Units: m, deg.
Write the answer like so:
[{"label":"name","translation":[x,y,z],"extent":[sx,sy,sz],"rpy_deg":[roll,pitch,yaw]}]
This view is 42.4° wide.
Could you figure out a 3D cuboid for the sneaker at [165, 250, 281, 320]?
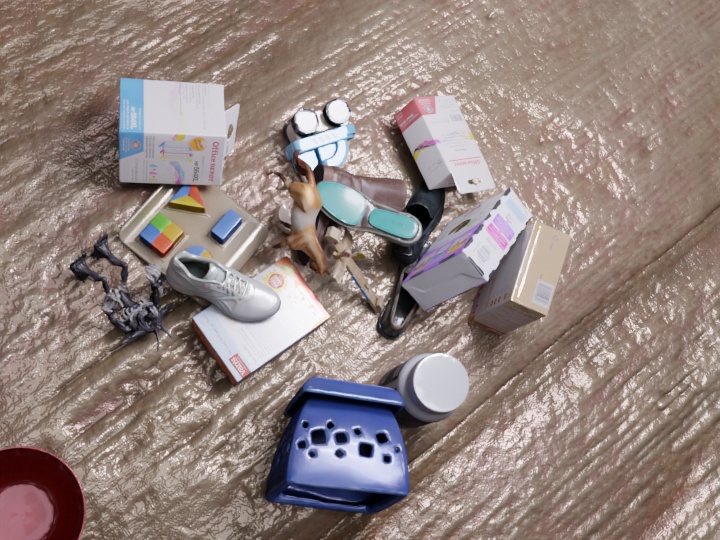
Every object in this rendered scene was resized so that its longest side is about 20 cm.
[{"label":"sneaker","translation":[-0.225,0.026,1.527],"extent":[0.199,0.080,0.071],"rpy_deg":[20,66,-5]}]

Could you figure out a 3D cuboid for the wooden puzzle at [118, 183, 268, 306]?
[{"label":"wooden puzzle","translation":[-0.286,-0.067,1.608],"extent":[0.200,0.046,0.185],"rpy_deg":[39,70,-2]}]

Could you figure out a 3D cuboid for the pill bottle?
[{"label":"pill bottle","translation":[0.104,0.201,1.558],"extent":[0.113,0.200,0.114],"rpy_deg":[4,75,-14]}]

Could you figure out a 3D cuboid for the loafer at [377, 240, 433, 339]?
[{"label":"loafer","translation":[0.095,0.030,1.672],"extent":[0.072,0.063,0.201],"rpy_deg":[26,71,-6]}]

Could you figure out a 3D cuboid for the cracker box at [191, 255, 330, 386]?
[{"label":"cracker box","translation":[-0.171,0.086,1.592],"extent":[0.200,0.058,0.134],"rpy_deg":[-34,84,-20]}]

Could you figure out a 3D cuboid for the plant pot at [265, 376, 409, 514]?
[{"label":"plant pot","translation":[-0.036,0.283,1.508],"extent":[0.199,0.200,0.181],"rpy_deg":[10,67,-12]}]

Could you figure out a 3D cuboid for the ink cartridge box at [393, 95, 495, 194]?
[{"label":"ink cartridge box","translation":[0.158,-0.221,1.724],"extent":[0.116,0.067,0.201],"rpy_deg":[-12,73,-43]}]

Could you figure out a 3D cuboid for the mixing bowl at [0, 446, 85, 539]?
[{"label":"mixing bowl","translation":[-0.516,0.371,1.402],"extent":[0.199,0.108,0.201],"rpy_deg":[4,74,-13]}]

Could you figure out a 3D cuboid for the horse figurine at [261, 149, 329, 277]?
[{"label":"horse figurine","translation":[-0.106,-0.098,1.564],"extent":[0.050,0.132,0.201],"rpy_deg":[-13,115,-48]}]

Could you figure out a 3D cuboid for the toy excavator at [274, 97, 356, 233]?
[{"label":"toy excavator","translation":[-0.084,-0.186,1.672],"extent":[0.194,0.100,0.201],"rpy_deg":[-21,92,-18]}]

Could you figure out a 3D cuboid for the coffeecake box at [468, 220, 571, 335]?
[{"label":"coffeecake box","translation":[0.279,0.019,1.650],"extent":[0.073,0.200,0.154],"rpy_deg":[23,72,-8]}]

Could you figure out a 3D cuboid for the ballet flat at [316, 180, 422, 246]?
[{"label":"ballet flat","translation":[0.009,-0.092,1.592],"extent":[0.199,0.064,0.068],"rpy_deg":[23,79,1]}]

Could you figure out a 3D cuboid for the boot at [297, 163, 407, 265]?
[{"label":"boot","translation":[-0.008,-0.087,1.667],"extent":[0.199,0.064,0.187],"rpy_deg":[9,99,-37]}]

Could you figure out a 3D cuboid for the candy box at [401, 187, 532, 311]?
[{"label":"candy box","translation":[0.187,-0.038,1.626],"extent":[0.072,0.168,0.200],"rpy_deg":[49,50,-10]}]

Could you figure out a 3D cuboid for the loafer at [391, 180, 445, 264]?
[{"label":"loafer","translation":[0.112,-0.100,1.688],"extent":[0.068,0.071,0.201],"rpy_deg":[21,54,7]}]

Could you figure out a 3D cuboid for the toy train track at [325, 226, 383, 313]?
[{"label":"toy train track","translation":[0.000,0.000,1.607],"extent":[0.200,0.032,0.115],"rpy_deg":[57,34,-37]}]

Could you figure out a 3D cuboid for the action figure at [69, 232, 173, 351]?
[{"label":"action figure","translation":[-0.383,0.039,1.528],"extent":[0.200,0.102,0.119],"rpy_deg":[45,58,2]}]

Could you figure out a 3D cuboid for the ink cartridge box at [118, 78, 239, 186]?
[{"label":"ink cartridge box","translation":[-0.309,-0.233,1.583],"extent":[0.199,0.129,0.126],"rpy_deg":[1,54,-13]}]
